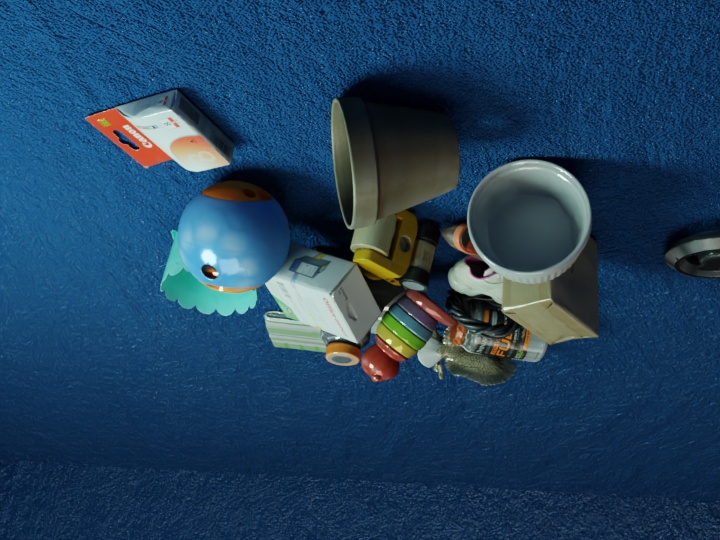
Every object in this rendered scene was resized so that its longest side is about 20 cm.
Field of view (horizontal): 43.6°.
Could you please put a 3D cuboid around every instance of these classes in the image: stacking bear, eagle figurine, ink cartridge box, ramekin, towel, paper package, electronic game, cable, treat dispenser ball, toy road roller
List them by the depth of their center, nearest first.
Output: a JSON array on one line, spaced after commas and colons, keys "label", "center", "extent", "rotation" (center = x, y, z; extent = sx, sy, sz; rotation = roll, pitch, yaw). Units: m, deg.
[{"label": "ramekin", "center": [0.281, -0.072, 1.491], "extent": [0.199, 0.201, 0.105], "rotation": [-1, 162, 14]}, {"label": "ink cartridge box", "center": [-0.336, -0.217, 1.498], "extent": [0.199, 0.050, 0.162], "rotation": [-12, 148, 26]}, {"label": "treat dispenser ball", "center": [-0.226, -0.060, 1.614], "extent": [0.200, 0.202, 0.201], "rotation": [5, 154, 3]}, {"label": "paper package", "center": [0.346, 0.008, 1.624], "extent": [0.103, 0.201, 0.190], "rotation": [-15, 147, 38]}, {"label": "electronic game", "center": [0.661, -0.030, 1.653], "extent": [0.199, 0.042, 0.200], "rotation": [4, 162, 1]}, {"label": "toy road roller", "center": [0.043, -0.041, 1.690], "extent": [0.200, 0.123, 0.146], "rotation": [29, 157, -38]}, {"label": "ink cartridge box", "center": [-0.077, 0.040, 1.693], "extent": [0.199, 0.088, 0.146], "rotation": [19, 149, 41]}, {"label": "cable", "center": [0.251, 0.077, 1.831], "extent": [0.163, 0.200, 0.051], "rotation": [24, 116, 7]}, {"label": "stacking bear", "center": [0.080, 0.137, 1.833], "extent": [0.114, 0.200, 0.121], "rotation": [36, -177, -38]}, {"label": "eagle figurine", "center": [0.245, 0.175, 2.073], "extent": [0.199, 0.151, 0.152], "rotation": [-2, 144, 40]}, {"label": "towel", "center": [-0.155, 0.150, 2.223], "extent": [0.148, 0.031, 0.200], "rotation": [7, 156, 4]}]

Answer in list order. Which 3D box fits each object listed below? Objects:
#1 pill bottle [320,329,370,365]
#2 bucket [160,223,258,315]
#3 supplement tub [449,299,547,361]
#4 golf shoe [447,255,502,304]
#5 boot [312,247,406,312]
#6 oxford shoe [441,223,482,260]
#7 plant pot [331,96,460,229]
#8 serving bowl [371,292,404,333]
[{"label": "pill bottle", "center": [-0.027, 0.094, 1.877], "extent": [0.106, 0.201, 0.106], "rotation": [5, 154, 3]}, {"label": "bucket", "center": [-0.293, -0.011, 1.801], "extent": [0.206, 0.135, 0.207], "rotation": [5, 153, 2]}, {"label": "supplement tub", "center": [0.299, 0.126, 1.956], "extent": [0.199, 0.123, 0.123], "rotation": [8, 154, -5]}, {"label": "golf shoe", "center": [0.279, 0.018, 1.803], "extent": [0.199, 0.076, 0.092], "rotation": [9, 150, -7]}, {"label": "boot", "center": [0.001, 0.001, 1.814], "extent": [0.154, 0.204, 0.074], "rotation": [-39, 160, -5]}, {"label": "oxford shoe", "center": [0.240, -0.049, 1.706], "extent": [0.199, 0.072, 0.072], "rotation": [22, 178, -34]}, {"label": "plant pot", "center": [0.054, -0.173, 1.373], "extent": [0.173, 0.201, 0.200], "rotation": [-8, 155, -7]}, {"label": "serving bowl", "center": [0.057, 0.099, 2.021], "extent": [0.199, 0.066, 0.200], "rotation": [5, 154, 2]}]
